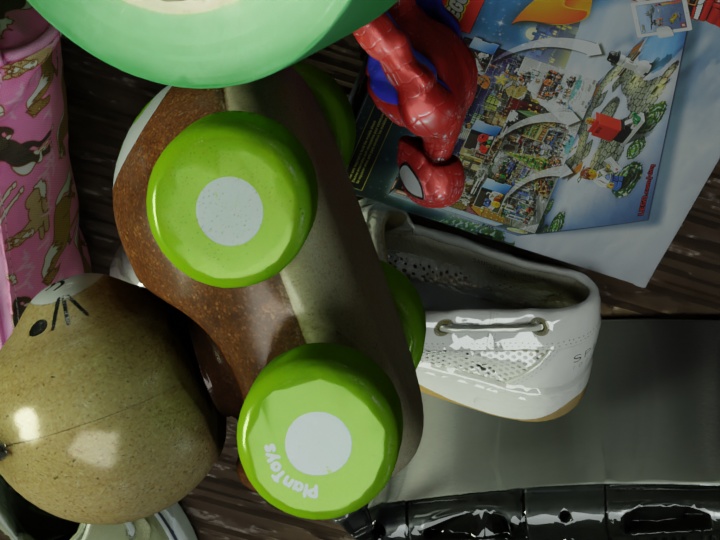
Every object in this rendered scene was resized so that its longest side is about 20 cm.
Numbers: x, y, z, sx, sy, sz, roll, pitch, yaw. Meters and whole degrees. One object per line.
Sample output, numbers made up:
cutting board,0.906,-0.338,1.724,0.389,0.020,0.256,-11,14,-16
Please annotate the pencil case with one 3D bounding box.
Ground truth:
pencil case,-0.145,-0.029,0.952,0.086,0.083,0.201,31,139,31

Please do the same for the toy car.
toy car,-0.088,0.025,0.867,0.199,0.164,0.159,-19,100,9

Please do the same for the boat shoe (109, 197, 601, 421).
boat shoe,0.000,0.000,0.976,0.198,0.071,0.070,11,133,0

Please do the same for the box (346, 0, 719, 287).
box,0.082,-0.092,0.907,0.136,0.038,0.201,18,132,-8

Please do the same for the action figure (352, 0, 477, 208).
action figure,0.003,-0.115,0.842,0.051,0.065,0.201,-12,109,17

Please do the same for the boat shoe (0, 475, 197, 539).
boat shoe,-0.135,0.109,1.098,0.072,0.062,0.200,-18,129,21

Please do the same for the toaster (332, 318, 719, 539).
toaster,0.093,0.119,1.043,0.179,0.119,0.201,-4,132,9

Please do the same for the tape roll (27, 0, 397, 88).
tape roll,-0.057,-0.161,0.785,0.199,0.048,0.202,18,121,32
